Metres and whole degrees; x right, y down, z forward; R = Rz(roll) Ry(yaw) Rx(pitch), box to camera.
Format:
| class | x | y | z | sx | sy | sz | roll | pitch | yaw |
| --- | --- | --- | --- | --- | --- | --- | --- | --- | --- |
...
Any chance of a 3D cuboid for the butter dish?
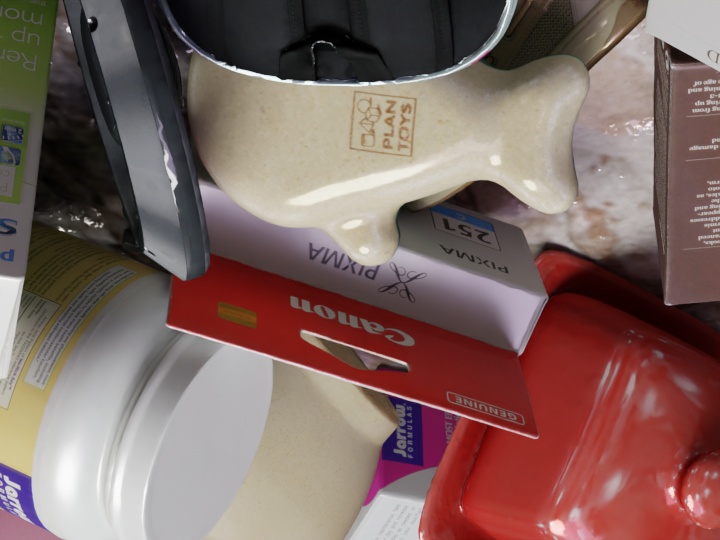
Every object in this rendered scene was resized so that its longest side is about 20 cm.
| class | x | y | z | sx | sy | sz | roll | pitch | yaw |
| --- | --- | --- | --- | --- | --- | --- | --- | --- | --- |
| butter dish | 0.167 | 0.114 | 1.154 | 0.200 | 0.200 | 0.148 | 27 | 174 | -30 |

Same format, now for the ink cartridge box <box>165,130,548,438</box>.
| class | x | y | z | sx | sy | sz | roll | pitch | yaw |
| --- | --- | --- | --- | --- | --- | --- | --- | --- | --- |
| ink cartridge box | 0.000 | 0.000 | 1.025 | 0.200 | 0.176 | 0.045 | 18 | 113 | -12 |

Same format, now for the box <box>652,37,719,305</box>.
| class | x | y | z | sx | sy | sz | roll | pitch | yaw |
| --- | --- | --- | --- | --- | --- | --- | --- | --- | --- |
| box | 0.207 | -0.069 | 1.040 | 0.100 | 0.075 | 0.200 | -4 | 141 | 4 |

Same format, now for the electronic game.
| class | x | y | z | sx | sy | sz | roll | pitch | yaw |
| --- | --- | --- | --- | --- | --- | --- | --- | --- | --- |
| electronic game | -0.104 | -0.092 | 0.906 | 0.042 | 0.200 | 0.200 | -17 | 143 | -9 |

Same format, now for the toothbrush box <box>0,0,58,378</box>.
| class | x | y | z | sx | sy | sz | roll | pitch | yaw |
| --- | --- | --- | --- | --- | --- | --- | --- | --- | --- |
| toothbrush box | -0.227 | -0.059 | 0.942 | 0.145 | 0.200 | 0.086 | 9 | 142 | -11 |

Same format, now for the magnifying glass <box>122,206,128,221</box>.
| class | x | y | z | sx | sy | sz | roll | pitch | yaw |
| --- | --- | --- | --- | --- | --- | --- | --- | --- | --- |
| magnifying glass | -0.035 | -0.010 | 1.095 | 0.200 | 0.080 | 0.022 | 20 | 108 | -9 |

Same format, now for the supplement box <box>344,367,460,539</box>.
| class | x | y | z | sx | sy | sz | roll | pitch | yaw |
| --- | --- | --- | --- | --- | --- | --- | --- | --- | --- |
| supplement box | 0.088 | 0.147 | 1.295 | 0.200 | 0.101 | 0.103 | 10 | 141 | -15 |

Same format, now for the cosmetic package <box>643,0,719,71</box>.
| class | x | y | z | sx | sy | sz | roll | pitch | yaw |
| --- | --- | --- | --- | --- | --- | --- | --- | --- | --- |
| cosmetic package | 0.200 | -0.173 | 0.861 | 0.108 | 0.085 | 0.200 | 32 | 147 | 23 |

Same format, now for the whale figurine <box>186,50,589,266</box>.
| class | x | y | z | sx | sy | sz | roll | pitch | yaw |
| --- | --- | --- | --- | --- | --- | --- | --- | --- | --- |
| whale figurine | 0.017 | -0.082 | 0.967 | 0.200 | 0.104 | 0.159 | 8 | 106 | 17 |

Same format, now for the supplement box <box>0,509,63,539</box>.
| class | x | y | z | sx | sy | sz | roll | pitch | yaw |
| --- | --- | --- | --- | --- | --- | --- | --- | --- | --- |
| supplement box | -0.207 | 0.128 | 1.191 | 0.110 | 0.086 | 0.200 | -5 | -176 | 5 |

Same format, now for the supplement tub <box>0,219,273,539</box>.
| class | x | y | z | sx | sy | sz | roll | pitch | yaw |
| --- | --- | --- | --- | --- | --- | --- | --- | --- | --- |
| supplement tub | -0.161 | 0.054 | 1.016 | 0.200 | 0.145 | 0.145 | 21 | 148 | 21 |

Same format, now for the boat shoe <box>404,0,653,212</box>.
| class | x | y | z | sx | sy | sz | roll | pitch | yaw |
| --- | --- | --- | --- | --- | --- | --- | --- | --- | --- |
| boat shoe | 0.072 | -0.103 | 1.009 | 0.065 | 0.071 | 0.200 | 46 | 132 | 0 |

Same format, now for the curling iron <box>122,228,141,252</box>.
| class | x | y | z | sx | sy | sz | roll | pitch | yaw |
| --- | --- | --- | --- | --- | --- | --- | --- | --- | --- |
| curling iron | -0.039 | -0.020 | 1.142 | 0.200 | 0.026 | 0.050 | 0 | 121 | 7 |

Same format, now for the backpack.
| class | x | y | z | sx | sy | sz | roll | pitch | yaw |
| --- | --- | --- | --- | --- | --- | --- | --- | --- | --- |
| backpack | -0.010 | -0.177 | 0.831 | 0.177 | 0.151 | 0.200 | 1 | 135 | 6 |

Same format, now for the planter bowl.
| class | x | y | z | sx | sy | sz | roll | pitch | yaw |
| --- | --- | --- | --- | --- | --- | --- | --- | --- | --- |
| planter bowl | -0.064 | 0.084 | 1.162 | 0.135 | 0.200 | 0.200 | -40 | 134 | 4 |
